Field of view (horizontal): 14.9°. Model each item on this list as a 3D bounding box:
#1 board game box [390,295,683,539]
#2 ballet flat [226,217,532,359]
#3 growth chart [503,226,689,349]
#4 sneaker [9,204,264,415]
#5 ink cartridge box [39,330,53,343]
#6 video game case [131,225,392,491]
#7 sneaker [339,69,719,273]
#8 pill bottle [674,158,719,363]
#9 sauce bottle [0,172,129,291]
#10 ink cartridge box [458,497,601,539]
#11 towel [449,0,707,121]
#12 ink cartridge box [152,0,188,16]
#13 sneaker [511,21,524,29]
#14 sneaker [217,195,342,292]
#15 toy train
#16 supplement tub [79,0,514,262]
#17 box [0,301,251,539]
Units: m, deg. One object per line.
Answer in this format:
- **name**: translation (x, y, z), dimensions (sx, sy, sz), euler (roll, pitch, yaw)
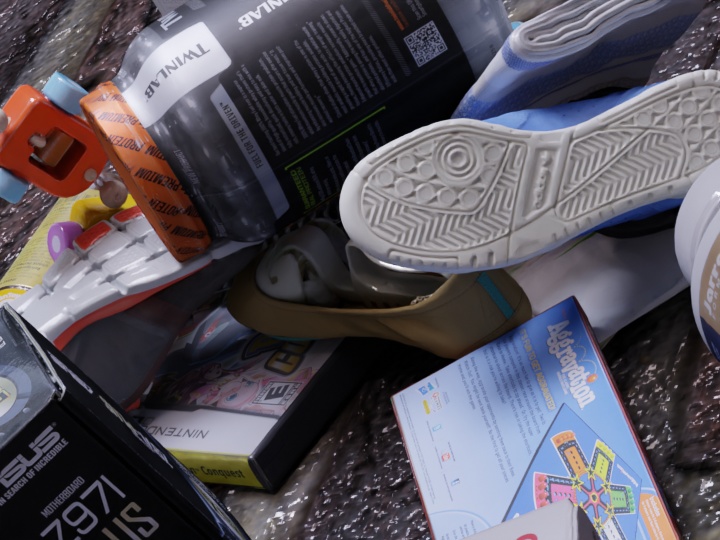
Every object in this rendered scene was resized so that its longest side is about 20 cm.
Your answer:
- **board game box**: translation (0.078, 0.093, 1.234), dimensions (0.103, 0.019, 0.200), euler (-30, 32, 9)
- **ballet flat**: translation (0.000, 0.000, 1.380), dimensions (0.200, 0.063, 0.069), euler (6, 50, 42)
- **growth chart**: translation (0.138, -0.011, 1.361), dimensions (0.200, 0.018, 0.145), euler (-31, 27, 1)
- **sneaker**: translation (-0.129, 0.033, 1.428), dimensions (0.200, 0.082, 0.077), euler (-32, 34, -3)
- **ink cartridge box**: translation (-0.207, 0.136, 1.362), dimensions (0.200, 0.116, 0.067), euler (-33, 29, -2)
- **video game case**: translation (-0.058, 0.036, 1.471), dimensions (0.181, 0.026, 0.200), euler (0, 41, 46)
- **sneaker**: translation (0.089, -0.043, 1.314), dimensions (0.200, 0.077, 0.111), euler (-18, -5, -1)
- **pill bottle**: translation (0.205, 0.017, 1.146), dimensions (0.111, 0.111, 0.200), euler (-32, 28, -2)
- **sauce bottle**: translation (-0.183, 0.027, 1.569), dimensions (0.065, 0.065, 0.200), euler (-9, 34, 37)
- **ink cartridge box**: translation (0.015, 0.193, 1.080), dimensions (0.200, 0.084, 0.145), euler (-23, 29, 17)
- **towel**: translation (0.102, -0.093, 1.380), dimensions (0.147, 0.024, 0.200), euler (-27, -14, -27)
- **ink cartridge box**: translation (-0.065, -0.193, 1.662), dimensions (0.148, 0.200, 0.076), euler (5, 45, 48)
- **sneaker**: translation (0.001, -0.118, 1.550), dimensions (0.200, 0.131, 0.080), euler (-25, 27, 11)
- **sneaker**: translation (-0.037, -0.043, 1.503), dimensions (0.200, 0.070, 0.090), euler (-25, -1, 28)
- **toy train**: translation (-0.185, -0.009, 1.454), dimensions (0.200, 0.150, 0.056), euler (-57, 44, 8)
- **supplement tub**: translation (-0.031, -0.096, 1.367), dimensions (0.200, 0.123, 0.123), euler (-32, 28, -7)
- **box**: translation (-0.166, 0.144, 1.213), dimensions (0.200, 0.164, 0.086), euler (-42, 36, 0)
